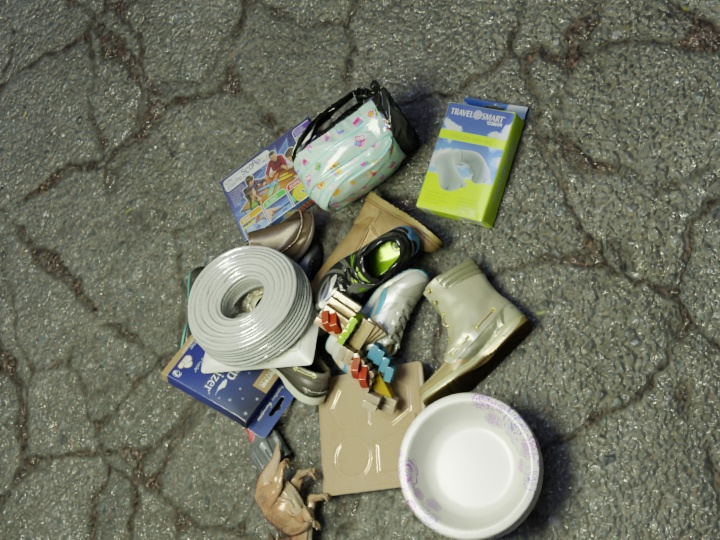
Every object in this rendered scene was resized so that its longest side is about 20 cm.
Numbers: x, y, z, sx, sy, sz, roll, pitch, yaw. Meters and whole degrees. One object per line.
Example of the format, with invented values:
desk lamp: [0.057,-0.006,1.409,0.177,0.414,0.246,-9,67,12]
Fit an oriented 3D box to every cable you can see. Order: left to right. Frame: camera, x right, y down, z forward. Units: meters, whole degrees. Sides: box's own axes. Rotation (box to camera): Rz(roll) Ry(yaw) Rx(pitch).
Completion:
cable: [-0.174,0.052,1.684,0.199,0.069,0.201,-16,51,16]

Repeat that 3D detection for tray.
tray: [-0.160,0.104,1.702,0.199,0.022,0.108,-7,56,22]

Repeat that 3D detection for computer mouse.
computer mouse: [-0.113,0.043,1.794,0.058,0.034,0.201,14,84,30]

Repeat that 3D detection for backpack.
backpack: [-0.010,-0.189,1.722,0.199,0.167,0.127,-34,69,6]

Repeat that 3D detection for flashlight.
flashlight: [-0.191,0.242,1.765,0.068,0.068,0.201,-23,64,-21]

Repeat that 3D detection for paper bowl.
paper bowl: [0.158,0.280,1.525,0.199,0.104,0.202,-4,73,12]

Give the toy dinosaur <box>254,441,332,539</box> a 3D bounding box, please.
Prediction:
toy dinosaur: [-0.121,0.368,1.656,0.135,0.086,0.201,-38,69,22]

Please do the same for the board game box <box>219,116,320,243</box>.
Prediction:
board game box: [-0.138,-0.153,1.861,0.199,0.034,0.136,-34,63,16]

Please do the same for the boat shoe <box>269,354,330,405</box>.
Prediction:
boat shoe: [-0.121,0.131,1.724,0.201,0.071,0.061,38,121,29]

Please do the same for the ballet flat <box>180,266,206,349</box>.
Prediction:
ballet flat: [-0.267,0.088,1.848,0.068,0.068,0.202,-3,75,18]

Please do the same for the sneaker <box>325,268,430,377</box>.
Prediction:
sneaker: [0.041,0.082,1.671,0.200,0.076,0.081,-46,57,8]

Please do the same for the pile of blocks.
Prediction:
pile of blocks: [0.003,0.124,1.605,0.082,0.062,0.201,-32,88,15]

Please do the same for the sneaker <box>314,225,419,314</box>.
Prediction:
sneaker: [0.000,0.000,1.647,0.199,0.083,0.071,-37,85,21]

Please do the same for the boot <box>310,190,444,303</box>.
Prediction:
boot: [0.023,-0.005,1.721,0.175,0.066,0.201,35,94,41]

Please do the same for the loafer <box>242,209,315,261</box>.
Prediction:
loafer: [-0.156,-0.036,1.795,0.200,0.071,0.073,-38,42,24]

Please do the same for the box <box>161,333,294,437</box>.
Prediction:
box: [-0.206,0.173,1.750,0.199,0.032,0.121,28,59,13]

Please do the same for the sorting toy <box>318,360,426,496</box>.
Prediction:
sorting toy: [0.022,0.246,1.667,0.199,0.036,0.187,-14,70,29]

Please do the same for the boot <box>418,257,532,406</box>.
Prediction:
boot: [0.138,0.092,1.622,0.200,0.072,0.155,-42,62,4]

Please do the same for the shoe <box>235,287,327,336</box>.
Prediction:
shoe: [-0.140,0.052,1.760,0.199,0.053,0.070,21,97,16]

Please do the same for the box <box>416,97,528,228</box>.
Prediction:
box: [0.176,-0.177,1.692,0.121,0.048,0.201,15,84,30]
